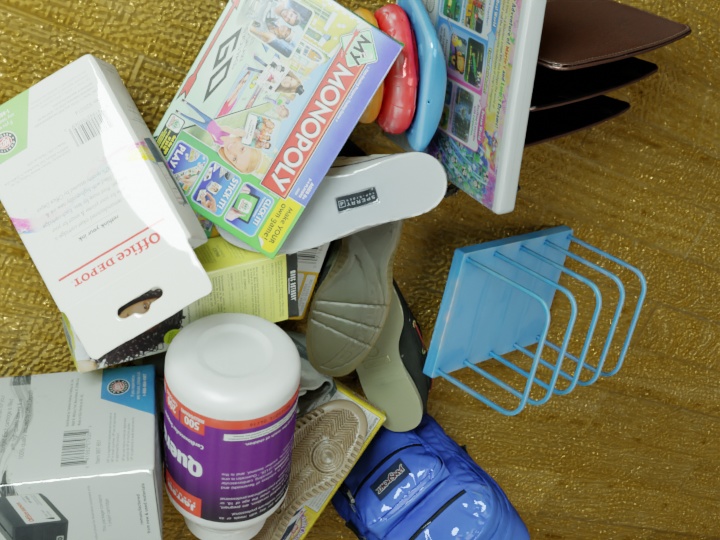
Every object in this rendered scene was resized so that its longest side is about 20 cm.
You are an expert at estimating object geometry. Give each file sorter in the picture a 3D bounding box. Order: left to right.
[{"bbox_3d":[0.185,0.052,1.214,0.199,0.122,0.140,-12,124,-47],"label":"file sorter"}]

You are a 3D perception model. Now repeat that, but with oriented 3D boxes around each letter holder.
[{"bbox_3d":[0.191,-0.175,1.073,0.199,0.142,0.101,-21,126,-38],"label":"letter holder"}]

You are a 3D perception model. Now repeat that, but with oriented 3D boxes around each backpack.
[{"bbox_3d":[0.064,0.260,1.250,0.163,0.200,0.168,-46,131,2],"label":"backpack"}]

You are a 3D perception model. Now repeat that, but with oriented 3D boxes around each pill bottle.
[{"bbox_3d":[-0.112,0.142,1.008,0.112,0.113,0.201,-13,133,-25],"label":"pill bottle"}]

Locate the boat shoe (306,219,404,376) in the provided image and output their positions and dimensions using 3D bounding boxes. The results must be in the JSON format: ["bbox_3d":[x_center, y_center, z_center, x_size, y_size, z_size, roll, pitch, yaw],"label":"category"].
[{"bbox_3d":[-0.001,-0.001,1.110,0.071,0.066,0.203,15,103,-1],"label":"boat shoe"}]

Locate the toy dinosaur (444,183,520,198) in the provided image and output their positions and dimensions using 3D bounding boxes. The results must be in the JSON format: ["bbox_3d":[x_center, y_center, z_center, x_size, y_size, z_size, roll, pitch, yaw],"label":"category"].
[{"bbox_3d":[0.103,-0.116,1.151,0.088,0.047,0.201,-43,134,-11],"label":"toy dinosaur"}]

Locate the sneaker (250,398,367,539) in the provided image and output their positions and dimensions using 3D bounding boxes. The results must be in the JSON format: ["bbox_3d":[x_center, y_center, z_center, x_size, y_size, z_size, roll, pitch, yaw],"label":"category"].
[{"bbox_3d":[-0.065,0.201,1.149,0.070,0.108,0.200,39,93,3],"label":"sneaker"}]

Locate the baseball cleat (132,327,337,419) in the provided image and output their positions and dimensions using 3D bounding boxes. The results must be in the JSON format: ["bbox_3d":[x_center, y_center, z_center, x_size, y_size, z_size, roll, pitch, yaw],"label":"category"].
[{"bbox_3d":[-0.111,0.090,1.100,0.198,0.107,0.070,3,121,-31],"label":"baseball cleat"}]

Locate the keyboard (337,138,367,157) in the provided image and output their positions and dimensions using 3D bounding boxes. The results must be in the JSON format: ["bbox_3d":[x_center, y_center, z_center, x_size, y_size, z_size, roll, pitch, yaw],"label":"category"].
[{"bbox_3d":[-0.058,-0.142,1.051,0.127,0.021,0.200,-47,132,7],"label":"keyboard"}]

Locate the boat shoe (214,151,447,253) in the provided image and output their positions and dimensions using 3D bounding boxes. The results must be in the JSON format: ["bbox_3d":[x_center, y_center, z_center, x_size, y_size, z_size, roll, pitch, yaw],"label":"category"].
[{"bbox_3d":[-0.026,-0.063,1.003,0.198,0.070,0.072,-14,99,1],"label":"boat shoe"}]

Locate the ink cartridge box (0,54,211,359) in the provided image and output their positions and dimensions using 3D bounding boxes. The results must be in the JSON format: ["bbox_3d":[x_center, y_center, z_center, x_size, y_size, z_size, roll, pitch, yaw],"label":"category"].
[{"bbox_3d":[-0.198,-0.046,0.902,0.116,0.067,0.201,-29,87,4],"label":"ink cartridge box"}]

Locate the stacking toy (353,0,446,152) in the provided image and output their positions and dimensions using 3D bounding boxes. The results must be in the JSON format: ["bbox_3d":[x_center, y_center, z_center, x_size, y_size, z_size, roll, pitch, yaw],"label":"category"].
[{"bbox_3d":[-0.037,-0.164,0.980,0.198,0.110,0.117,-6,131,-12],"label":"stacking toy"}]

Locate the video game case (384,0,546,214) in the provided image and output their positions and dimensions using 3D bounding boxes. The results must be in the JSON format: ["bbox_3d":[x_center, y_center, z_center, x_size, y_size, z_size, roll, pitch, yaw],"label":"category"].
[{"bbox_3d":[0.084,-0.175,1.010,0.024,0.182,0.202,-13,123,-30],"label":"video game case"}]

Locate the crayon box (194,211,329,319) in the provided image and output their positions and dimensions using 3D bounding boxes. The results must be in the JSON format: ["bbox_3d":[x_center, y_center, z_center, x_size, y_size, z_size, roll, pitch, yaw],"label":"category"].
[{"bbox_3d":[-0.127,-0.027,1.048,0.198,0.052,0.127,4,119,-31],"label":"crayon box"}]

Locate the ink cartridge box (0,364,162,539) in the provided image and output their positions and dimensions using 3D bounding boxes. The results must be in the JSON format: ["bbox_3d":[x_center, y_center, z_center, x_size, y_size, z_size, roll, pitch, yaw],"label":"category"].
[{"bbox_3d":[-0.267,0.159,0.983,0.198,0.146,0.084,-4,122,-7],"label":"ink cartridge box"}]

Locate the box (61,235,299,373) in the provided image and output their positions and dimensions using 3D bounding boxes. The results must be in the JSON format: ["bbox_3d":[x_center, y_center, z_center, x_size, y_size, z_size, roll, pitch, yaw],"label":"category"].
[{"bbox_3d":[-0.151,0.022,1.001,0.198,0.050,0.076,-16,128,-19],"label":"box"}]

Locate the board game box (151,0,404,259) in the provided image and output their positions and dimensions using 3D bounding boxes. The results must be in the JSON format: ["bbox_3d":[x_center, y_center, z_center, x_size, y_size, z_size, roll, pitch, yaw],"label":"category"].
[{"bbox_3d":[-0.073,-0.128,0.933,0.134,0.029,0.201,32,104,-3],"label":"board game box"}]

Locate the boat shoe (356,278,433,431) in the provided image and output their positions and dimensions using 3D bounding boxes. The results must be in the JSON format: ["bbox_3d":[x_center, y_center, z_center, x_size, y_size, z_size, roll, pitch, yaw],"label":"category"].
[{"bbox_3d":[0.023,0.065,1.202,0.073,0.063,0.203,-8,117,21],"label":"boat shoe"}]

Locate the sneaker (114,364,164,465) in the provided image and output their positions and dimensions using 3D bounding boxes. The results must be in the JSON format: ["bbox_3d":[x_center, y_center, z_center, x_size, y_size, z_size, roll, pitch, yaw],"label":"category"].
[{"bbox_3d":[-0.178,0.151,1.114,0.199,0.079,0.074,31,102,-38],"label":"sneaker"}]

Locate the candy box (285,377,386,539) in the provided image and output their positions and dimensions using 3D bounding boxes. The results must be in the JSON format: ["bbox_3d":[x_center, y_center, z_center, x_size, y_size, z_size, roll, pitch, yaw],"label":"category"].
[{"bbox_3d":[-0.069,0.201,1.214,0.102,0.026,0.201,33,99,-6],"label":"candy box"}]
